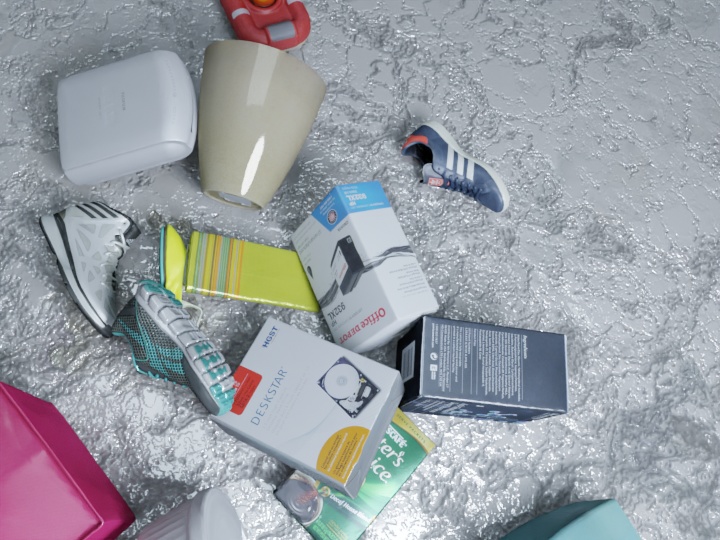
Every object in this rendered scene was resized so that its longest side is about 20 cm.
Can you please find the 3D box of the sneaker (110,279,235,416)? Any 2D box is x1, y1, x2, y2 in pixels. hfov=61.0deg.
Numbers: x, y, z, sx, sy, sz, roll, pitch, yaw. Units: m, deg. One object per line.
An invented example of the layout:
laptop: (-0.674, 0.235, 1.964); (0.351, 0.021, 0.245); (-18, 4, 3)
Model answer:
sneaker: (-0.237, 0.110, 0.770); (0.091, 0.078, 0.200); (-42, 75, 6)

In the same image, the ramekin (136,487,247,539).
ramekin: (-0.179, 0.357, 0.681); (0.094, 0.202, 0.204); (-20, 75, -4)

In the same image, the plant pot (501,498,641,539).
plant pot: (0.264, 0.390, 0.781); (0.199, 0.141, 0.142); (-25, 77, -26)

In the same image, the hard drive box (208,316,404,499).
hard drive box: (-0.065, 0.173, 0.791); (0.199, 0.077, 0.157); (19, 65, 20)

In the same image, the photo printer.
photo printer: (-0.335, -0.225, 0.889); (0.198, 0.069, 0.168); (-13, 72, 7)

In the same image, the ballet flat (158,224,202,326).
ballet flat: (-0.252, 0.037, 0.849); (0.067, 0.067, 0.202); (5, 76, -16)

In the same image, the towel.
towel: (-0.149, 0.005, 0.873); (0.199, 0.018, 0.087); (12, 73, -27)

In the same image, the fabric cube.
fabric cube: (-0.397, 0.266, 0.664); (0.200, 0.199, 0.196); (-38, 82, -20)

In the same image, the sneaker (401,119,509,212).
sneaker: (0.147, -0.152, 0.988); (0.084, 0.075, 0.200); (-39, 72, -22)

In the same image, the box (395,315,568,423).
box: (0.159, 0.142, 0.841); (0.198, 0.149, 0.108); (7, 70, -8)

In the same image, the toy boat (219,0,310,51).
toy boat: (-0.163, -0.466, 1.008); (0.130, 0.131, 0.201); (-22, 76, -18)

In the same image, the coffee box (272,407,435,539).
coffee box: (-0.007, 0.266, 0.821); (0.123, 0.044, 0.200); (45, 69, 7)

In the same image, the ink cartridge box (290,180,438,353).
ink cartridge box: (0.000, 0.000, 0.854); (0.083, 0.145, 0.201); (-12, 71, -40)

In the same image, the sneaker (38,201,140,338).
sneaker: (-0.348, -0.014, 0.839); (0.115, 0.076, 0.201); (-27, 75, -17)

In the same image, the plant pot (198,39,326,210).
plant pot: (-0.163, -0.198, 0.900); (0.186, 0.187, 0.202); (14, 82, -5)
